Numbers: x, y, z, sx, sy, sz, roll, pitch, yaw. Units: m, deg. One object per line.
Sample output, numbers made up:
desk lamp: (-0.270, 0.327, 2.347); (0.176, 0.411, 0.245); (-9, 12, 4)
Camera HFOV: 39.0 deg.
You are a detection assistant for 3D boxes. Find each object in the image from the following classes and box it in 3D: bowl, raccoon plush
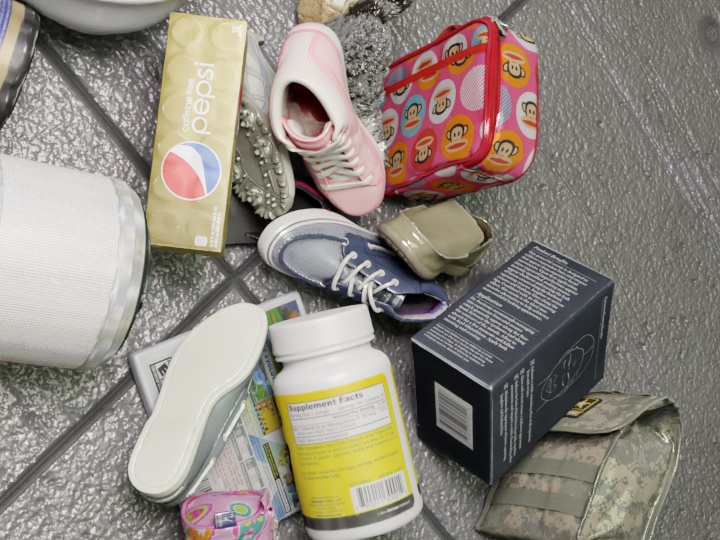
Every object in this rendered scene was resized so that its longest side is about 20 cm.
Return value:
bowl: (-0.229, -0.270, 0.880); (0.201, 0.090, 0.201); (12, 53, -16)
raccoon plush: (0.022, -0.191, 1.003); (0.200, 0.097, 0.134); (-36, 122, 8)

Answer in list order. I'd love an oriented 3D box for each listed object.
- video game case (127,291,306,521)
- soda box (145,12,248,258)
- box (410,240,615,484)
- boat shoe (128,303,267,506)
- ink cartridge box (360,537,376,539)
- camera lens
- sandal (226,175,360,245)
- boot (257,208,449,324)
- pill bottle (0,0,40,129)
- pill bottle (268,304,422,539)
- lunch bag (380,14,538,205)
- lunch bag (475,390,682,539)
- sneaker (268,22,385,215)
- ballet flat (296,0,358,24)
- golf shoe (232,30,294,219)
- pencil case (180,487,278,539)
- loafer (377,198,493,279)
video game case: (-0.106, 0.142, 0.970); (0.182, 0.022, 0.200); (-21, 95, -32)
soda box: (-0.141, -0.115, 0.878); (0.068, 0.064, 0.200); (6, 85, -5)
box: (0.158, 0.091, 1.053); (0.200, 0.107, 0.149); (-35, 138, -30)
boat shoe: (-0.140, 0.120, 0.916); (0.062, 0.073, 0.200); (77, 34, -55)
ink cartridge box: (0.025, 0.369, 0.943); (0.146, 0.083, 0.200); (-51, 133, -32)
camera lens: (-0.277, -0.009, 0.798); (0.200, 0.160, 0.160); (11, 79, -30)
sandal: (-0.077, -0.055, 0.995); (0.200, 0.045, 0.075); (-7, 87, -32)
boot: (0.000, 0.000, 0.984); (0.200, 0.090, 0.073); (9, 119, -42)
pill bottle: (-0.364, -0.191, 0.793); (0.200, 0.112, 0.112); (20, 75, -28)
pill bottle: (-0.017, 0.138, 0.946); (0.114, 0.114, 0.200); (-13, 91, -32)
lunch bag: (0.093, -0.166, 1.024); (0.082, 0.200, 0.176); (13, 75, -32)
lunch bag: (0.239, 0.213, 1.092); (0.118, 0.164, 0.200); (36, 67, -25)
sneaker: (-0.033, -0.113, 0.926); (0.105, 0.075, 0.200); (-78, 155, -51)
ballet flat: (-0.013, -0.332, 1.055); (0.070, 0.065, 0.200); (18, 75, -30)
golf shoe: (-0.092, -0.148, 0.968); (0.097, 0.078, 0.200); (-15, 81, -45)
pencil case: (-0.106, 0.291, 0.898); (0.087, 0.087, 0.200); (-13, 103, -32)
loafer: (0.080, -0.037, 1.027); (0.076, 0.068, 0.200); (47, 16, 16)
